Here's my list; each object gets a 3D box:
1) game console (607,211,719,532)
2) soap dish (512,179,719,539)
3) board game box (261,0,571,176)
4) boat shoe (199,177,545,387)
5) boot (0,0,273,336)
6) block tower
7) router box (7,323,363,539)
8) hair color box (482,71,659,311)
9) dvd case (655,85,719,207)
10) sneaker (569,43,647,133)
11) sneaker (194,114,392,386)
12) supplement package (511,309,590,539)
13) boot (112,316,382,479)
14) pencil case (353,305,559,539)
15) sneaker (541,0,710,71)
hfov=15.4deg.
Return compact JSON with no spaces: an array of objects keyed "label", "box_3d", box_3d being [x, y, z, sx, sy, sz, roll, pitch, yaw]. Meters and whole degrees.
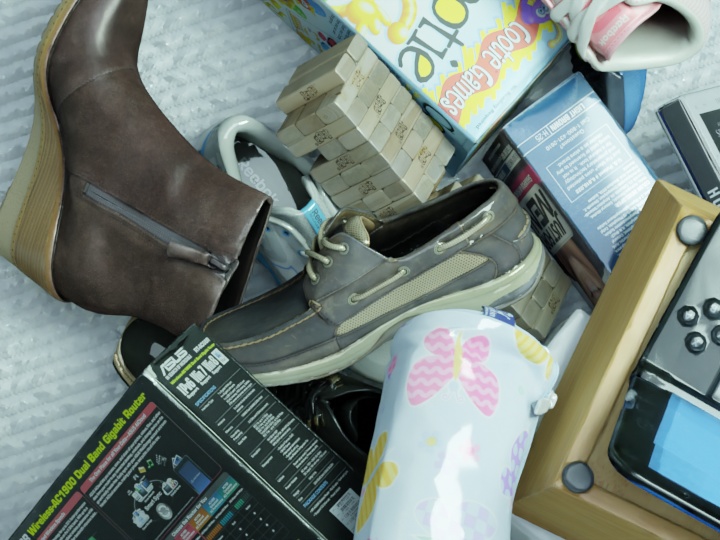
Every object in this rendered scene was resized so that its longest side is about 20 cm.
[{"label":"game console","box_3d":[0.240,0.074,1.327,0.199,0.118,0.171,29,83,1]},{"label":"soap dish","box_3d":[0.189,0.070,1.425,0.157,0.081,0.201,26,82,1]},{"label":"board game box","box_3d":[0.021,-0.167,1.561,0.200,0.105,0.103,43,80,2]},{"label":"boat shoe","box_3d":[0.000,0.000,1.463,0.199,0.075,0.074,-21,117,-5]},{"label":"boot","box_3d":[-0.115,-0.067,1.524,0.166,0.072,0.201,21,94,27]},{"label":"block tower","box_3d":[0.034,-0.038,1.527,0.200,0.058,0.054,47,46,-19]},{"label":"router box","box_3d":[-0.097,0.147,1.466,0.150,0.200,0.062,43,37,2]},{"label":"hair color box","box_3d":[0.156,-0.010,1.550,0.060,0.100,0.200,-36,85,-8]},{"label":"dvd case","box_3d":[0.253,-0.017,1.545,0.025,0.150,0.201,-29,84,31]},{"label":"sneaker","box_3d":[0.166,-0.176,1.591,0.078,0.066,0.201,2,77,-16]},{"label":"sneaker","box_3d":[-0.024,-0.011,1.544,0.075,0.087,0.200,-44,88,-11]},{"label":"supplement package","box_3d":[0.157,0.134,1.518,0.200,0.120,0.121,39,82,2]},{"label":"boot","box_3d":[-0.043,0.066,1.503,0.199,0.138,0.078,21,80,0]},{"label":"pencil case","box_3d":[0.044,0.121,1.380,0.090,0.083,0.201,21,64,-17]},{"label":"sneaker","box_3d":[0.114,-0.178,1.476,0.199,0.075,0.105,23,41,-22]}]
